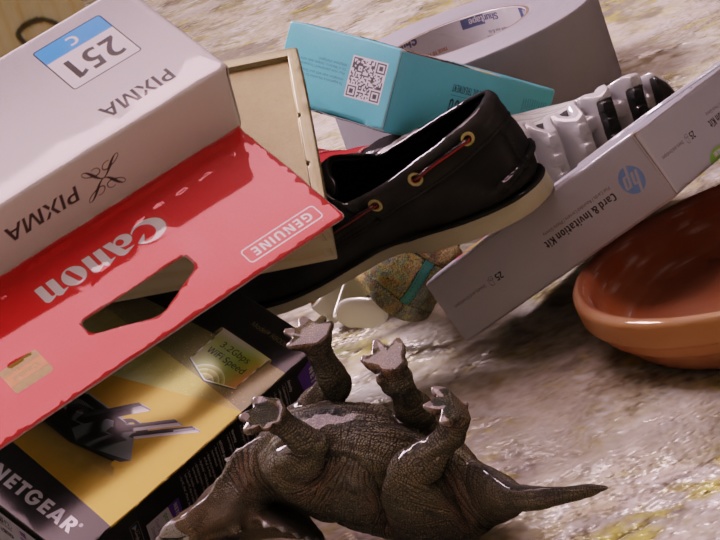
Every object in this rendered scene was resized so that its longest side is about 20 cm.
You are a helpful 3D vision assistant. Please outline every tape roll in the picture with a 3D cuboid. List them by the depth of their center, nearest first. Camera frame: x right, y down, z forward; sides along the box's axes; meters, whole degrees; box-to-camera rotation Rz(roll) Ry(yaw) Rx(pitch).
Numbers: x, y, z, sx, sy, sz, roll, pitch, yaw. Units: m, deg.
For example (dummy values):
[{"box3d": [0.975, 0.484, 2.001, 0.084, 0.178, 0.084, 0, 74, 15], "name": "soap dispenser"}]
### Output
[{"box3d": [0.077, -0.134, 1.713, 0.199, 0.067, 0.200, -20, 15, 5], "name": "tape roll"}]

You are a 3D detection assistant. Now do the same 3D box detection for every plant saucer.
[{"box3d": [0.199, -0.004, 1.167, 0.199, 0.038, 0.200, -19, 16, 6], "name": "plant saucer"}]

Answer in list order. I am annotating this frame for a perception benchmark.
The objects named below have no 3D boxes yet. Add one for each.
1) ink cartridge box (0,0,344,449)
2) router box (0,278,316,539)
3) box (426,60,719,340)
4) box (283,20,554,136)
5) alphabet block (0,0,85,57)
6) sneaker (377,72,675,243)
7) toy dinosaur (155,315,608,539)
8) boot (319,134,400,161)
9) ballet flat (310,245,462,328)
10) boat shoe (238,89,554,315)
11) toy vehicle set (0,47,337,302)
[{"box3d": [-0.137, -0.031, 1.133, 0.199, 0.045, 0.176, -34, 48, -20], "name": "ink cartridge box"}, {"box3d": [-0.137, 0.053, 1.160, 0.199, 0.052, 0.157, 31, 58, 32], "name": "router box"}, {"box3d": [0.141, -0.051, 1.283, 0.156, 0.041, 0.200, -37, -2, 39], "name": "box"}, {"box3d": [0.035, -0.107, 1.504, 0.082, 0.050, 0.200, 18, 6, 30], "name": "box"}, {"box3d": [-0.303, -0.098, 1.826, 0.195, 0.201, 0.195, -12, 18, 28], "name": "alphabet block"}, {"box3d": [0.091, -0.061, 1.449, 0.199, 0.076, 0.081, -13, 4, -16], "name": "sneaker"}, {"box3d": [0.010, 0.080, 1.032, 0.198, 0.103, 0.077, -2, 46, 15], "name": "toy dinosaur"}, {"box3d": [-0.039, -0.037, 1.529, 0.143, 0.073, 0.200, -7, 17, 37], "name": "boot"}, {"box3d": [0.000, 0.000, 1.364, 0.070, 0.071, 0.200, -25, 8, -15], "name": "ballet flat"}, {"box3d": [-0.004, -0.030, 1.223, 0.200, 0.063, 0.074, -23, 19, 27], "name": "boat shoe"}, {"box3d": [-0.117, -0.039, 1.186, 0.198, 0.027, 0.125, -11, 46, 1], "name": "toy vehicle set"}]
